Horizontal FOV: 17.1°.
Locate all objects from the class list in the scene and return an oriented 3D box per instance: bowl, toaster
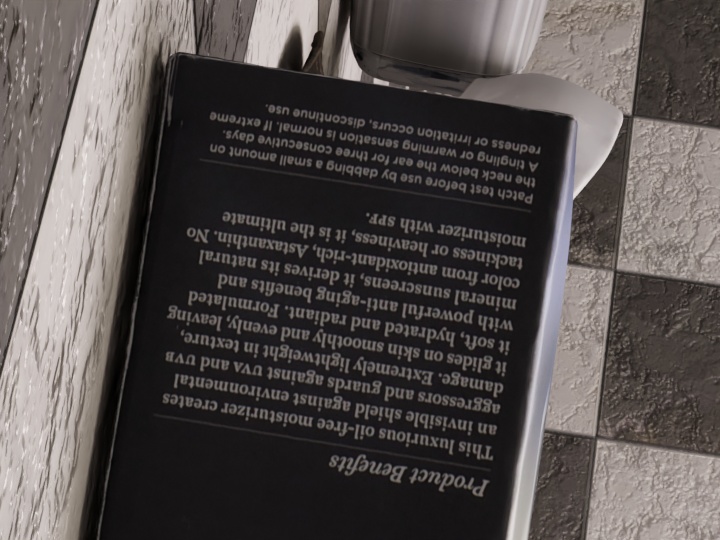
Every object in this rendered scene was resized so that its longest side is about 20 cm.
[{"bbox_3d":[0.039,-0.021,1.192,0.200,0.075,0.200,-47,-179,15],"label":"bowl"},{"bbox_3d":[0.054,-0.179,1.276,0.200,0.113,0.130,-76,175,-59],"label":"toaster"}]

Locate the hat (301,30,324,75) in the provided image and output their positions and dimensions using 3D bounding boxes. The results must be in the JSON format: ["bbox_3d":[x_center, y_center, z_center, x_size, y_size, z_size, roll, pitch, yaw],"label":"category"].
[{"bbox_3d":[0.000,0.000,1.040,0.201,0.081,0.201,9,90,-88],"label":"hat"}]

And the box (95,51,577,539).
[{"bbox_3d":[-0.007,0.056,0.739,0.200,0.123,0.199,65,35,-83],"label":"box"}]
